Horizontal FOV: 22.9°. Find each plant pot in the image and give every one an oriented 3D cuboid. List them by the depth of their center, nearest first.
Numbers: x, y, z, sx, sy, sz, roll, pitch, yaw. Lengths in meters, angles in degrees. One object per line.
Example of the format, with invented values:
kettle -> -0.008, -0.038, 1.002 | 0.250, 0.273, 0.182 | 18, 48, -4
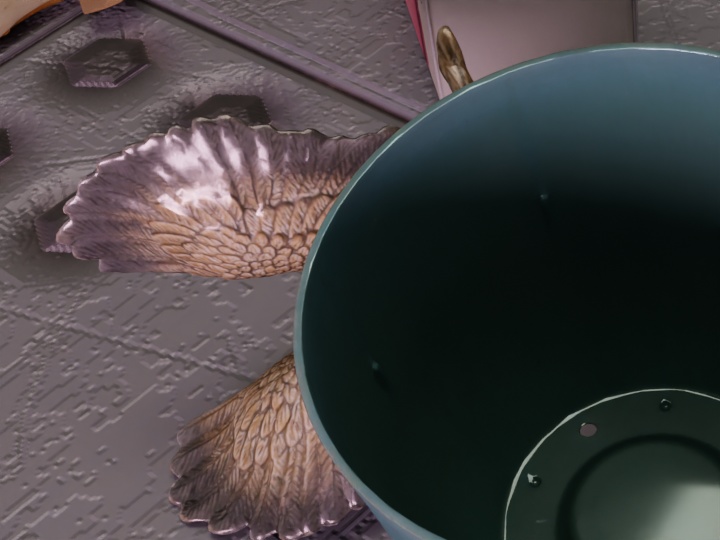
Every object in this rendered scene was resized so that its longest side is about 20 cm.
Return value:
plant pot -> 0.092, 0.051, 0.614 | 0.199, 0.161, 0.202 | -8, 52, 11

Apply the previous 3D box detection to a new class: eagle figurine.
eagle figurine -> -0.002, 0.004, 0.738 | 0.199, 0.152, 0.152 | -23, 51, -31

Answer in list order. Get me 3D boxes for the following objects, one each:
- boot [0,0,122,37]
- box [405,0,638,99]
boot -> -0.226, -0.187, 1.051 | 0.200, 0.071, 0.144 | -11, 34, -5
box -> 0.068, -0.200, 0.948 | 0.108, 0.128, 0.201 | -12, 40, -2
